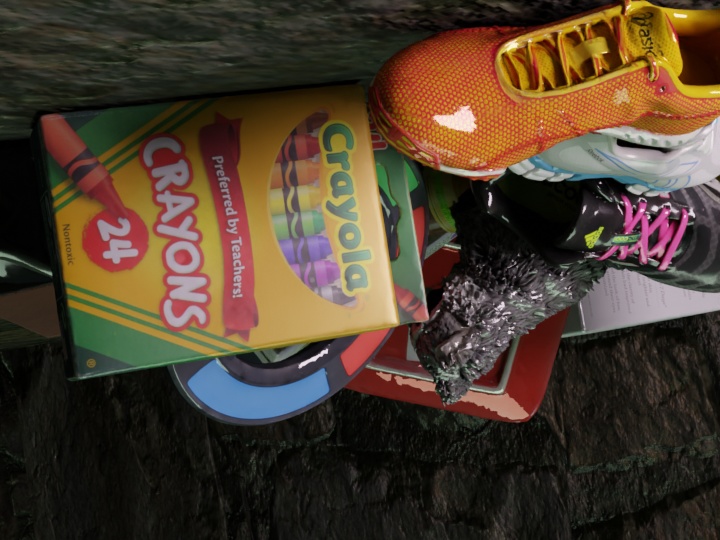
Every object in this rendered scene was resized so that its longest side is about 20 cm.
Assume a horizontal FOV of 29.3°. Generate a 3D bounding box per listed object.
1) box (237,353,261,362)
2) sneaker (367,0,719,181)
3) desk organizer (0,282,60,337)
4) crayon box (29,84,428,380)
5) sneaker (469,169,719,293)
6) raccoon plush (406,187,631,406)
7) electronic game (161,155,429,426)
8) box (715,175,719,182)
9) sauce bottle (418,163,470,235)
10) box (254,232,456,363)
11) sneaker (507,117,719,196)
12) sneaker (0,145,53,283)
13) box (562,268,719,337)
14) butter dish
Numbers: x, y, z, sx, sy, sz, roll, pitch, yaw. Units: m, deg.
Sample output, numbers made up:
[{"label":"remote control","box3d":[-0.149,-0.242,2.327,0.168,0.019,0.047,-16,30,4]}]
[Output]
[{"label":"box","box3d":[-0.043,0.031,1.284,0.147,0.105,0.199,-9,-160,49]},{"label":"sneaker","box3d":[0.092,-0.091,0.605,0.198,0.074,0.077,-13,160,-28]},{"label":"desk organizer","box3d":[-0.159,-0.012,0.876,0.198,0.073,0.077,-11,153,36]},{"label":"crayon box","box3d":[-0.058,-0.023,0.700,0.197,0.129,0.051,-9,177,-19]},{"label":"sneaker","box3d":[0.150,-0.030,0.829,0.198,0.074,0.088,25,-150,4]},{"label":"raccoon plush","box3d":[0.122,0.017,0.891,0.197,0.135,0.097,-4,145,23]},{"label":"electronic game","box3d":[-0.036,0.003,0.822,0.198,0.202,0.041,-6,-150,-42]},{"label":"box","box3d":[0.324,-0.040,0.868,0.120,0.196,0.200,-7,177,-20]},{"label":"sauce bottle","box3d":[0.125,-0.071,0.942,0.198,0.066,0.064,-13,175,33]},{"label":"box","box3d":[0.000,0.000,1.007,0.199,0.042,0.039,-36,170,-24]},{"label":"sneaker","box3d":[0.165,-0.077,0.739,0.198,0.076,0.086,-7,-174,-42]},{"label":"sneaker","box3d":[-0.208,-0.024,0.755,0.197,0.077,0.114,-4,177,-24]},{"label":"box","box3d":[0.230,-0.025,1.249,0.198,0.155,0.106,-6,176,-33]},{"label":"butter dish","box3d":[0.074,0.005,1.184,0.197,0.202,0.148,11,-155,-3]}]
